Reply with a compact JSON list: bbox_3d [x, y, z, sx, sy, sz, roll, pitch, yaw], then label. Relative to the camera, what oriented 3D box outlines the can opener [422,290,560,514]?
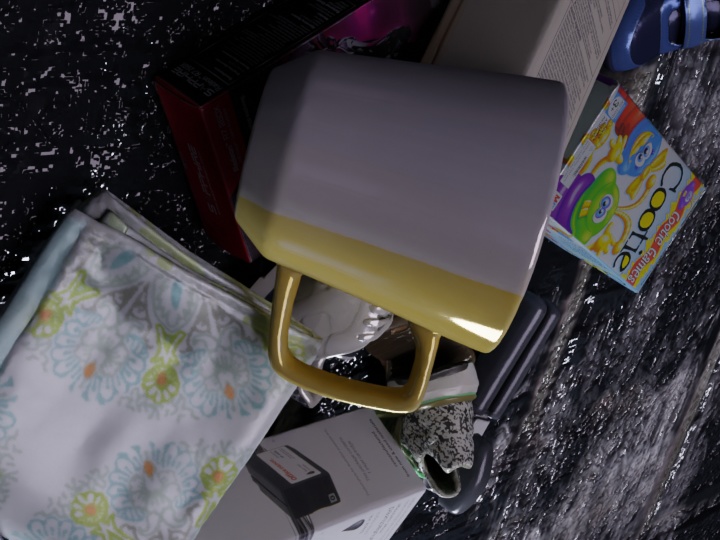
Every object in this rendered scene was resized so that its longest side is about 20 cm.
[{"bbox_3d":[0.120,0.117,1.035,0.053,0.067,0.200,20,103,-52],"label":"can opener"}]

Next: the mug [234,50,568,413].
[{"bbox_3d":[0.012,-0.031,0.634,0.149,0.153,0.187,116,-12,-74],"label":"mug"}]

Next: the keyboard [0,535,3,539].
[{"bbox_3d":[-0.229,0.150,0.675,0.200,0.056,0.011,90,14,-55],"label":"keyboard"}]

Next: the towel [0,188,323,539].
[{"bbox_3d":[-0.140,0.076,0.686,0.171,0.048,0.200,34,93,-21],"label":"towel"}]

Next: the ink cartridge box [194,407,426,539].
[{"bbox_3d":[-0.073,0.191,0.846,0.200,0.084,0.145,-11,144,-41],"label":"ink cartridge box"}]

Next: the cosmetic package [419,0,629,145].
[{"bbox_3d":[0.118,-0.173,0.755,0.200,0.073,0.104,-65,152,-18],"label":"cosmetic package"}]

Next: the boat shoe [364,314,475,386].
[{"bbox_3d":[0.039,0.039,0.885,0.072,0.068,0.200,-18,158,6],"label":"boat shoe"}]

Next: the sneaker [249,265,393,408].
[{"bbox_3d":[0.000,0.000,0.763,0.200,0.081,0.076,-49,165,27],"label":"sneaker"}]

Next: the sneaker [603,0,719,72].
[{"bbox_3d":[0.270,-0.213,0.931,0.200,0.082,0.074,-35,140,-20],"label":"sneaker"}]

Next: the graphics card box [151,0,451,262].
[{"bbox_3d":[-0.019,-0.109,0.731,0.200,0.051,0.126,-37,139,-23],"label":"graphics card box"}]

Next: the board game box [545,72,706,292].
[{"bbox_3d":[0.166,-0.077,0.906,0.103,0.105,0.200,-56,143,3],"label":"board game box"}]

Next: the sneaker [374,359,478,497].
[{"bbox_3d":[0.047,0.132,0.907,0.077,0.089,0.200,-9,164,-7],"label":"sneaker"}]
